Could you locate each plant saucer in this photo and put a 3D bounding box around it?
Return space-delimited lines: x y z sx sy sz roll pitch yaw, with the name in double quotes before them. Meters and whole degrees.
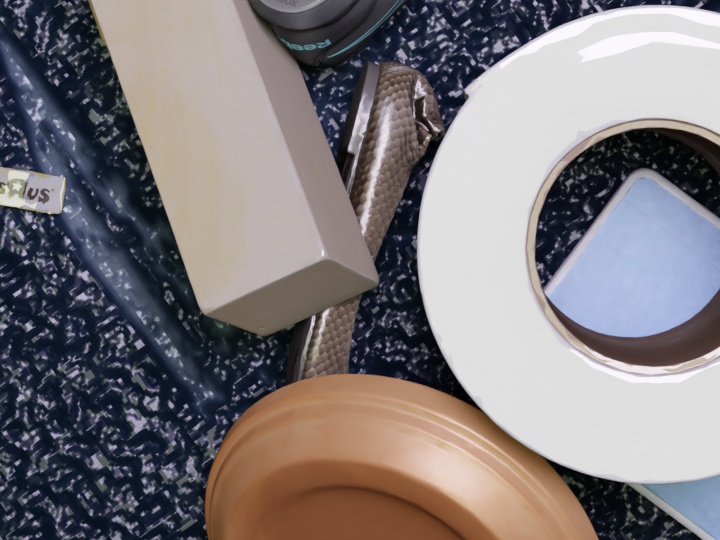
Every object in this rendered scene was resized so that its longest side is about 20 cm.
"plant saucer" 0.015 0.140 0.951 0.200 0.037 0.201 13 126 19

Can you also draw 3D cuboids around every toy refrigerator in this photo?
"toy refrigerator" -0.066 -0.076 0.944 0.070 0.076 0.200 -24 74 14

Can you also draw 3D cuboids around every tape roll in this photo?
"tape roll" 0.126 -0.014 0.925 0.202 0.139 0.203 0 93 4

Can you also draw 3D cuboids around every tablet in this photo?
"tablet" 0.177 0.058 1.003 0.200 0.014 0.130 37 95 1

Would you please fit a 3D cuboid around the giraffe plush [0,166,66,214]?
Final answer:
"giraffe plush" -0.248 -0.034 0.943 0.200 0.162 0.173 -7 93 4

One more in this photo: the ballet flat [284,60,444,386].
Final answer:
"ballet flat" 0.000 0.000 0.987 0.046 0.067 0.200 14 89 -8

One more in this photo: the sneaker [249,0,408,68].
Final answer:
"sneaker" 0.013 -0.184 0.972 0.075 0.079 0.200 27 74 25
